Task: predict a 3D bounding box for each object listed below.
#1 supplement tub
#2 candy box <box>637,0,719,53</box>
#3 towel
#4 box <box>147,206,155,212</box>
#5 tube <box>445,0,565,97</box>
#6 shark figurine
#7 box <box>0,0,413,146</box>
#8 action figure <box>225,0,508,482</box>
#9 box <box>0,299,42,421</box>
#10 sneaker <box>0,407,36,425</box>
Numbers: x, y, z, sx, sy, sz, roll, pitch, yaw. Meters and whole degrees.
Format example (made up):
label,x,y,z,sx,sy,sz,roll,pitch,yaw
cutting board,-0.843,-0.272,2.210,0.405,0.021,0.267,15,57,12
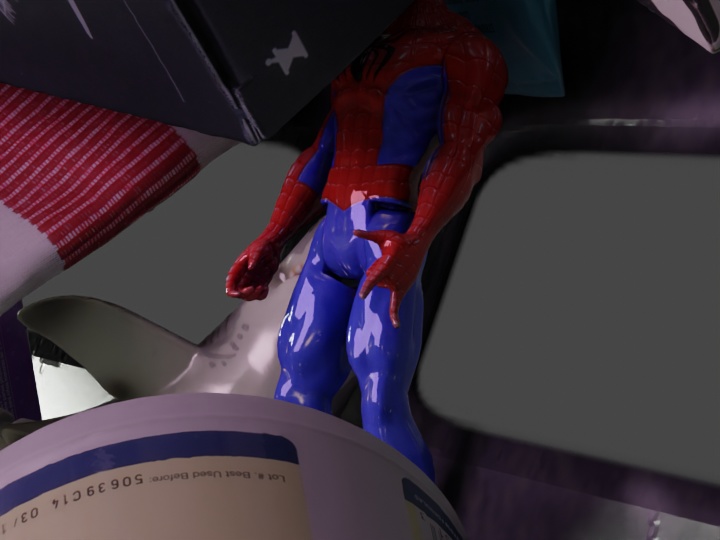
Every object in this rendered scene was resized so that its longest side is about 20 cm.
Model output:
label,x,y,z,sx,sy,sz,roll,pitch,yaw
supplement tub,-0.030,0.139,0.633,0.145,0.145,0.200,-54,27,29
candy box,0.041,-0.162,0.672,0.061,0.200,0.136,-31,27,-4
towel,-0.148,-0.023,0.837,0.200,0.023,0.144,-36,51,-17
box,-0.146,-0.103,0.973,0.122,0.200,0.106,111,178,-84
tube,0.020,-0.145,0.804,0.077,0.050,0.200,-171,71,-70
shark figurine,-0.079,0.042,0.871,0.089,0.214,0.128,-26,-68,-70
box,-0.083,-0.131,0.769,0.200,0.148,0.104,17,54,47
action figure,0.000,0.000,0.772,0.065,0.052,0.200,-3,71,48
box,-0.200,0.008,1.021,0.200,0.039,0.137,14,124,34
sneaker,-0.153,0.068,0.932,0.078,0.200,0.091,-31,-28,-48
